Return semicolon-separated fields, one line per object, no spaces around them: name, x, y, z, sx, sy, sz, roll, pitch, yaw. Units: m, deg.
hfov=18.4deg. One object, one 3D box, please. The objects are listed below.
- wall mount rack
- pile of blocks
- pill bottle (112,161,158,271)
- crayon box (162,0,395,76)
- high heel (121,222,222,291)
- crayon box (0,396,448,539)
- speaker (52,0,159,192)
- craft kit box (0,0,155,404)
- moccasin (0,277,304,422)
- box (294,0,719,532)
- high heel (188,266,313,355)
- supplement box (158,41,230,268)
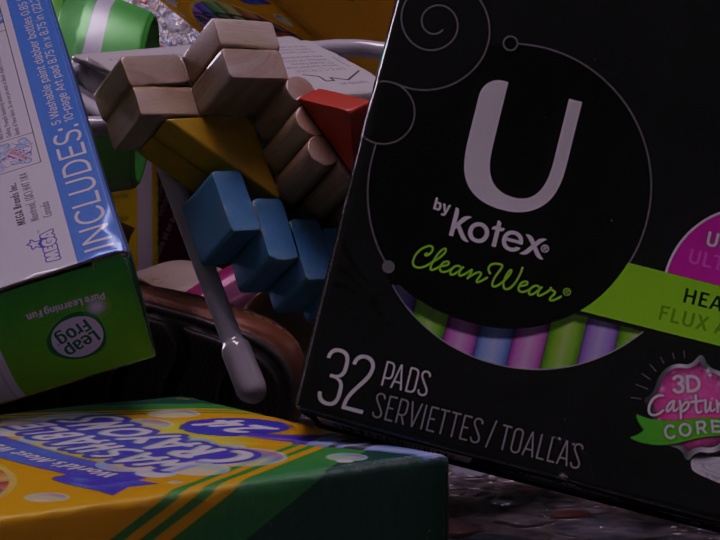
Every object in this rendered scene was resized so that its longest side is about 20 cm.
wall mount rack;-0.034;-0.029;0.794;0.199;0.075;0.174;-9;28;-36
pile of blocks;0.007;-0.014;0.725;0.199;0.082;0.062;31;-42;-13
pill bottle;-0.146;-0.051;1.007;0.109;0.201;0.109;0;6;0
crayon box;-0.061;-0.151;1.057;0.200;0.052;0.126;37;-12;-35
high heel;-0.085;0.040;0.962;0.200;0.097;0.067;24;-6;-42
crayon box;-0.092;0.071;0.558;0.199;0.052;0.125;-5;8;-38
speaker;-0.186;-0.080;0.907;0.199;0.089;0.088;7;6;0
craft kit box;-0.177;-0.019;0.677;0.196;0.049;0.200;-15;39;-7
moccasin;-0.108;0.037;0.829;0.200;0.074;0.078;-5;10;28
box;0.076;-0.036;0.641;0.148;0.201;0.124;15;-6;2
high heel;0.000;0.000;0.922;0.199;0.068;0.096;-20;0;-37
supplement box;-0.075;-0.047;1.132;0.199;0.104;0.131;24;6;-1
